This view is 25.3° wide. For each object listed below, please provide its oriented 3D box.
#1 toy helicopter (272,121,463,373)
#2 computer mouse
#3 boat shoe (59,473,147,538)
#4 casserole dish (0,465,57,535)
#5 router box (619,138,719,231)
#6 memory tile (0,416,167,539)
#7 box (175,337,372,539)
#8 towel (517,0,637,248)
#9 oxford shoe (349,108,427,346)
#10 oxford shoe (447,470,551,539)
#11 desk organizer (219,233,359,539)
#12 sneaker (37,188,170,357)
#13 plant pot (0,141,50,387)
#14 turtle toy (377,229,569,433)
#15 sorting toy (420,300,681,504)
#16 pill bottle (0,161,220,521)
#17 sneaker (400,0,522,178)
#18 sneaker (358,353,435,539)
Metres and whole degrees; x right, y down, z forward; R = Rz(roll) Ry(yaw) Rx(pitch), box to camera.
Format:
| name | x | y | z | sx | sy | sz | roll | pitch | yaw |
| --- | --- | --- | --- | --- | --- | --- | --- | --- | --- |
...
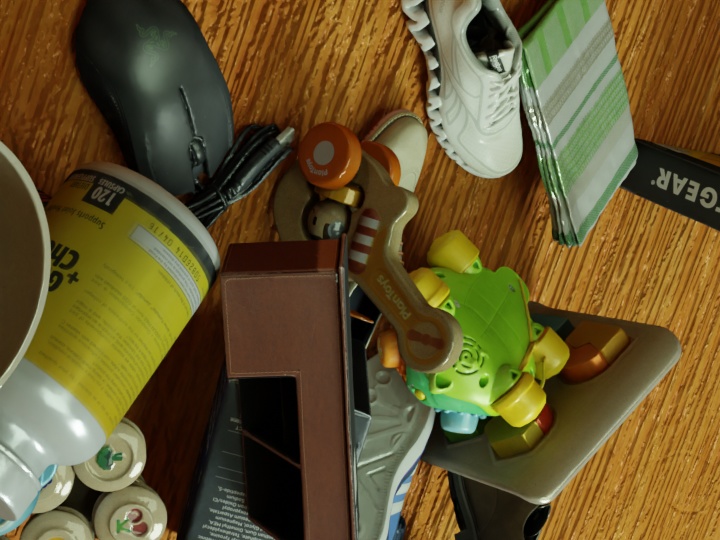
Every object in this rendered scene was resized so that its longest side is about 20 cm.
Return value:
| name | x | y | z | sx | sy | sz | roll | pitch | yaw |
| --- | --- | --- | --- | --- | --- | --- | --- | --- | --- |
| toy helicopter | 0.000 | 0.000 | 1.157 | 0.132 | 0.201 | 0.079 | -45 | 153 | 16 |
| computer mouse | -0.122 | -0.110 | 1.096 | 0.138 | 0.053 | 0.201 | -42 | 130 | -19 |
| boat shoe | -0.236 | 0.119 | 1.086 | 0.199 | 0.065 | 0.073 | 28 | 99 | -26 |
| casserole dish | -0.287 | 0.116 | 0.998 | 0.198 | 0.039 | 0.123 | 2 | 104 | -12 |
| router box | 0.351 | -0.059 | 1.427 | 0.148 | 0.199 | 0.052 | 5 | 107 | -42 |
| memory tile | -0.206 | 0.159 | 1.056 | 0.152 | 0.017 | 0.202 | -16 | 108 | -8 |
| box | -0.068 | 0.152 | 1.157 | 0.103 | 0.148 | 0.202 | 15 | 106 | -6 |
| towel | 0.179 | -0.140 | 1.345 | 0.149 | 0.030 | 0.201 | -51 | 134 | -40 |
| oxford shoe | 0.015 | -0.024 | 1.236 | 0.070 | 0.074 | 0.202 | 15 | 97 | -43 |
| oxford shoe | 0.117 | 0.196 | 1.347 | 0.083 | 0.201 | 0.073 | -13 | 139 | 5 |
| desk organizer | -0.043 | 0.084 | 1.022 | 0.076 | 0.072 | 0.202 | -2 | 108 | 2 |
| sneaker | -0.193 | 0.011 | 1.069 | 0.081 | 0.074 | 0.200 | -55 | 134 | -9 |
| plant pot | -0.298 | -0.024 | 0.876 | 0.186 | 0.199 | 0.189 | -17 | 119 | -34 |
| turtle toy | 0.084 | 0.052 | 1.273 | 0.101 | 0.146 | 0.200 | -41 | -176 | 31 |
| sorting toy | 0.139 | 0.097 | 1.311 | 0.185 | 0.199 | 0.037 | -44 | 117 | -18 |
| pill bottle | -0.178 | 0.042 | 0.950 | 0.201 | 0.111 | 0.112 | -57 | 135 | -23 |
| sneaker | 0.093 | -0.150 | 1.249 | 0.075 | 0.081 | 0.201 | -41 | 131 | -23 |
| sneaker | 0.006 | 0.178 | 1.327 | 0.147 | 0.080 | 0.202 | 95 | 11 | -60 |
